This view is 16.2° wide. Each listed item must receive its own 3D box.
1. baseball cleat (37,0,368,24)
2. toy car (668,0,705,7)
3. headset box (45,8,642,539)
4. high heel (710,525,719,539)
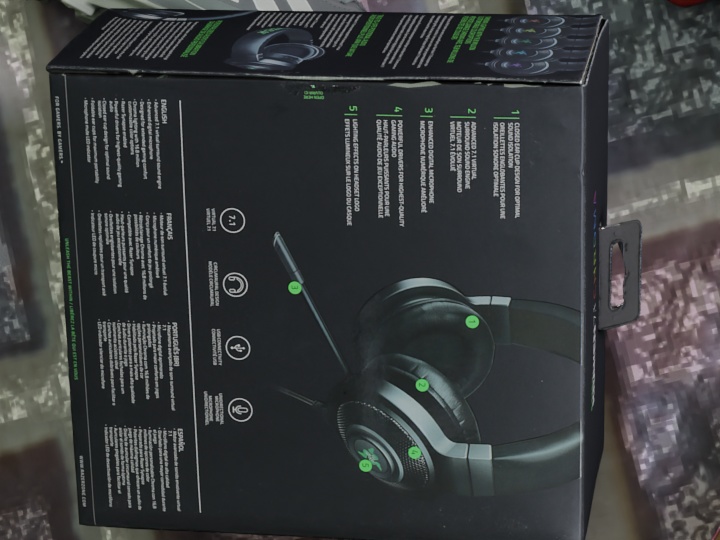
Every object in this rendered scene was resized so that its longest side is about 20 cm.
[{"bbox_3d":[-0.041,-0.122,0.974,0.199,0.070,0.107,21,86,11],"label":"baseball cleat"},{"bbox_3d":[0.180,-0.126,0.908,0.200,0.175,0.150,44,125,12],"label":"toy car"},{"bbox_3d":[0.000,0.000,0.902,0.199,0.093,0.175,1,110,10],"label":"headset box"},{"bbox_3d":[0.115,0.101,0.911,0.199,0.067,0.096,-26,88,-1],"label":"high heel"}]
